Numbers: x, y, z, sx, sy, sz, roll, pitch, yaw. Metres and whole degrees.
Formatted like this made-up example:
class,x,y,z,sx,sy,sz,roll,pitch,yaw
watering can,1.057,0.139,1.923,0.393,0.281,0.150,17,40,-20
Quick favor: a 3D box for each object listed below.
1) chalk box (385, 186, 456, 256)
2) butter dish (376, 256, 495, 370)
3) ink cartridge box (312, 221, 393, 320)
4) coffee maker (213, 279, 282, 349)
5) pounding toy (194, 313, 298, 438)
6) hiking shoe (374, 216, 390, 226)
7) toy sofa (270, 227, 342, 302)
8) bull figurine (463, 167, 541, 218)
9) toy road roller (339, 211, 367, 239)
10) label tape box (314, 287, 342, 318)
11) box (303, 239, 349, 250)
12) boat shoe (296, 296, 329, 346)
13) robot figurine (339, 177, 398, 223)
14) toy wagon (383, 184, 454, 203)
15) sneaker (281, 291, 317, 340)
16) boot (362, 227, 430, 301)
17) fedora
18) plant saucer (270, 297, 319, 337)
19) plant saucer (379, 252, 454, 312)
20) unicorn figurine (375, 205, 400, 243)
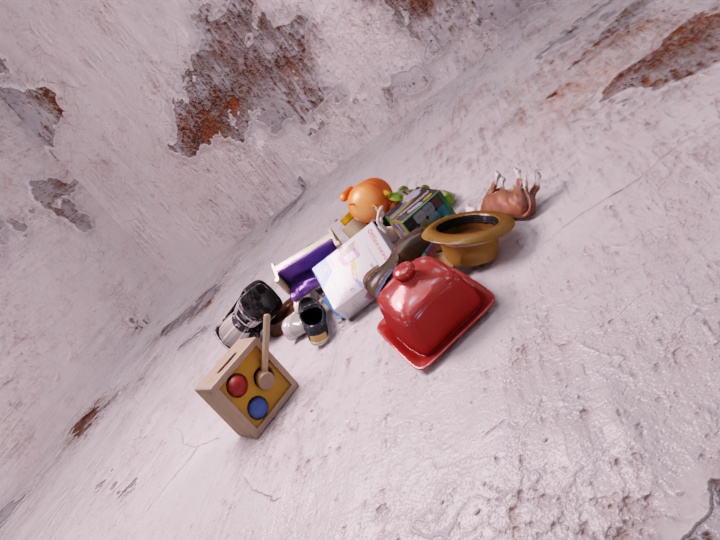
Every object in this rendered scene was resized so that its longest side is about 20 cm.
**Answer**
class,x,y,z,sx,sy,sz,roll,pitch,yaw
chalk box,0.164,-0.115,1.493,0.124,0.124,0.200,-40,18,-3
butter dish,0.110,0.045,1.124,0.200,0.148,0.199,-41,32,-6
ink cartridge box,0.000,0.000,1.506,0.199,0.085,0.145,-37,57,8
coffee maker,-0.330,0.122,1.828,0.200,0.134,0.193,-46,22,40
pounding toy,-0.241,0.236,1.370,0.142,0.185,0.200,-14,30,54
hiking shoe,0.124,-0.141,1.733,0.198,0.076,0.101,-16,17,23
toy sofa,-0.127,-0.012,1.602,0.199,0.083,0.098,-30,54,5
bull figurine,0.315,-0.158,1.349,0.199,0.065,0.123,7,82,58
toy road roller,0.026,-0.153,1.893,0.200,0.123,0.146,-43,4,-20
label tape box,-0.039,0.042,1.626,0.143,0.066,0.200,-41,15,-5
box,-0.048,-0.061,1.725,0.197,0.037,0.144,-1,11,11
boat shoe,-0.123,0.114,1.555,0.074,0.063,0.200,-18,30,-5
robot figurine,0.027,-0.199,1.721,0.116,0.144,0.200,-41,2,20
toy wagon,0.156,-0.203,1.672,0.197,0.040,0.155,-5,18,-19
sneaker,-0.141,0.110,1.686,0.091,0.076,0.201,-19,33,30
boot,0.095,-0.005,1.357,0.200,0.075,0.097,-44,28,11
fedora,0.225,-0.061,1.256,0.198,0.083,0.201,-13,20,5
plant saucer,-0.206,0.119,1.841,0.199,0.035,0.201,-36,19,14
plant saucer,0.130,0.040,1.324,0.199,0.036,0.201,-36,17,13
unicorn figurine,0.073,-0.100,1.603,0.197,0.139,0.074,-6,0,-13
